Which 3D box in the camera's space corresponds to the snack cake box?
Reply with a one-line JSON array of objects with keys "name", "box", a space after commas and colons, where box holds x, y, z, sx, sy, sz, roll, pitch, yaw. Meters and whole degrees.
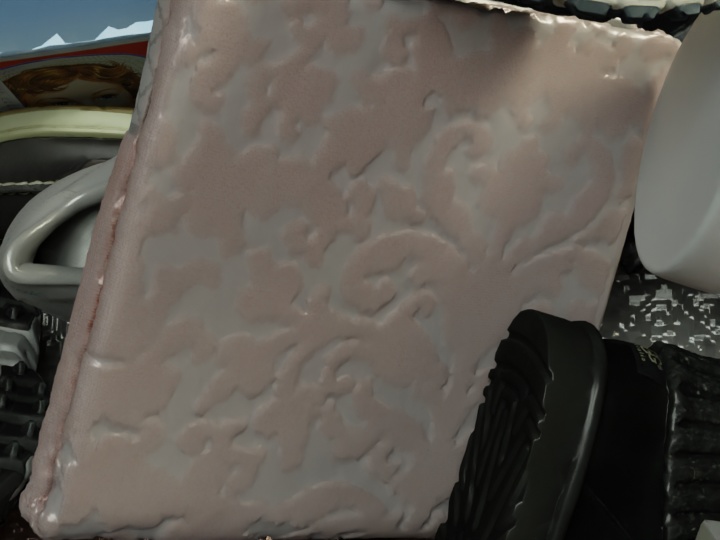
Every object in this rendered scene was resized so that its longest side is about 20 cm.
[{"name": "snack cake box", "box": [-0.106, -0.092, 0.832, 0.199, 0.115, 0.068, -7, 72, 8]}]

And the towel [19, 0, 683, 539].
[{"name": "towel", "box": [0.000, 0.000, 0.724, 0.032, 0.199, 0.192, 35, 114, 51]}]

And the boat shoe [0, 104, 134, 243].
[{"name": "boat shoe", "box": [-0.072, -0.019, 0.827, 0.200, 0.072, 0.066, -1, 69, 6]}]

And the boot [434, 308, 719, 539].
[{"name": "boot", "box": [0.103, 0.121, 0.751, 0.157, 0.079, 0.212, 13, 108, -16]}]

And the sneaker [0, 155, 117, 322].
[{"name": "sneaker", "box": [-0.028, -0.031, 0.750, 0.199, 0.088, 0.076, -25, 89, 3]}]

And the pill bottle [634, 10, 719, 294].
[{"name": "pill bottle", "box": [0.197, -0.018, 0.719, 0.199, 0.116, 0.117, 15, 76, -10]}]

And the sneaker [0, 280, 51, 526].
[{"name": "sneaker", "box": [-0.143, 0.067, 0.769, 0.066, 0.200, 0.091, 10, 107, -11]}]

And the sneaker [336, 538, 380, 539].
[{"name": "sneaker", "box": [-0.038, 0.132, 0.717, 0.082, 0.200, 0.073, 24, 113, 6]}]

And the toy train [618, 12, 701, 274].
[{"name": "toy train", "box": [0.133, -0.082, 0.805, 0.199, 0.085, 0.114, -29, 80, 1]}]

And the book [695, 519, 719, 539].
[{"name": "book", "box": [0.206, 0.131, 0.658, 0.199, 0.134, 0.048, 14, 104, -12]}]

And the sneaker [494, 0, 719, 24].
[{"name": "sneaker", "box": [0.026, -0.128, 0.662, 0.199, 0.078, 0.087, 15, 98, -2]}]
